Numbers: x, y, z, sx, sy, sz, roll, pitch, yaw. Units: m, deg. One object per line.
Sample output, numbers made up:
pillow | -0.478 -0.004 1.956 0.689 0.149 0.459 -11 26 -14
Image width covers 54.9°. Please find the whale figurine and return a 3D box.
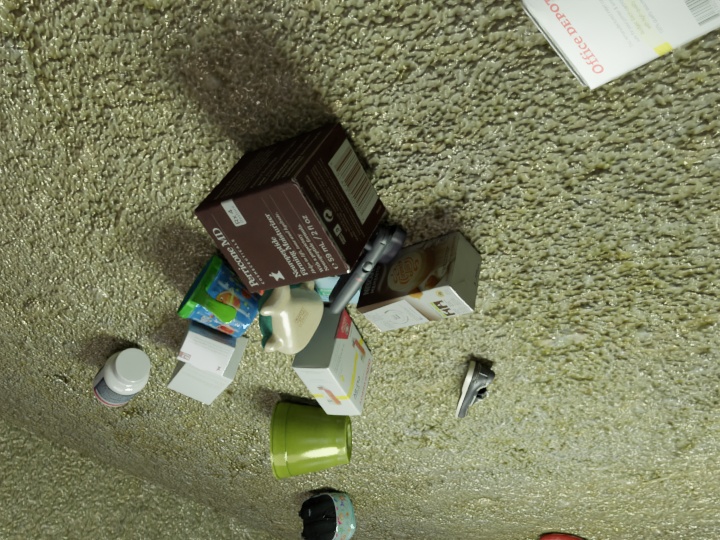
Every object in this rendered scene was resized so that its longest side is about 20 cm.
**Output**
whale figurine | -0.144 0.068 1.248 0.103 0.160 0.200 24 166 22

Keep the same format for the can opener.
can opener | 0.000 0.000 1.189 0.078 0.064 0.200 30 115 -14

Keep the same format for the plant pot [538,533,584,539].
plant pot | 0.650 0.946 2.186 0.199 0.183 0.201 11 145 8

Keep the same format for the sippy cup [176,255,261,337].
sippy cup | -0.269 0.060 1.361 0.130 0.178 0.140 34 127 -16

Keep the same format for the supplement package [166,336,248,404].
supplement package | -0.366 0.222 1.652 0.116 0.118 0.200 26 144 -16

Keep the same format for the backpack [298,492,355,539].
backpack | -0.102 0.852 2.375 0.150 0.179 0.200 10 147 -32

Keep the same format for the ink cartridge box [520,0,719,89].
ink cartridge box | 0.283 -0.297 0.695 0.199 0.084 0.145 -21 130 41

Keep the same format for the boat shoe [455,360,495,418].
boat shoe | 0.248 0.270 1.510 0.062 0.073 0.201 14 141 9

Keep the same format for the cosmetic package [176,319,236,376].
cosmetic package | -0.308 0.128 1.428 0.101 0.200 0.074 24 104 -14

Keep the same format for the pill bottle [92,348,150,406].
pill bottle | -0.630 0.280 1.839 0.119 0.120 0.200 30 144 -19

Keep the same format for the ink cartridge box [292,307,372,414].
ink cartridge box | -0.052 0.191 1.445 0.083 0.146 0.200 -2 142 22

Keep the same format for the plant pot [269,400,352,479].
plant pot | -0.122 0.442 1.818 0.191 0.201 0.201 -3 143 6

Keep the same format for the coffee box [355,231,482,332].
coffee box | 0.099 0.023 1.189 0.199 0.115 0.080 -18 134 38

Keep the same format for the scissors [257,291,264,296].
scissors | -0.195 0.021 1.344 0.073 0.014 0.200 42 157 -7

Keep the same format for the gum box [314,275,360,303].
gum box | -0.090 -0.017 1.272 0.169 0.045 0.200 2 144 20

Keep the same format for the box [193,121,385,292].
box | -0.100 -0.091 1.041 0.199 0.165 0.166 -12 123 34
